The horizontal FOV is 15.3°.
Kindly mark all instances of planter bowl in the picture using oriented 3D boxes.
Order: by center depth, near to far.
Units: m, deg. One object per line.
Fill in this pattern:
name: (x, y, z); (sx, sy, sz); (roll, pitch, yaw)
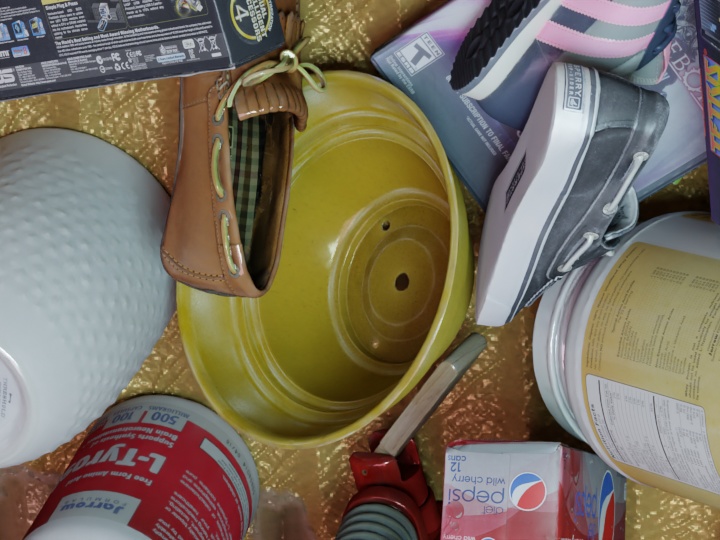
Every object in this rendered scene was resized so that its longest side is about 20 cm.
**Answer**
planter bowl: (0.000, 0.000, 1.426); (0.200, 0.083, 0.202); (-11, 73, 41)

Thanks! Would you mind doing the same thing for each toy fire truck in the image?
toy fire truck: (0.021, 0.148, 1.471); (0.128, 0.176, 0.201); (-6, 115, 20)

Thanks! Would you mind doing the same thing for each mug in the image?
mug: (-0.197, 0.045, 1.476); (0.147, 0.176, 0.201); (24, 122, 2)

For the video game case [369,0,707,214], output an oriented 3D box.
video game case: (0.122, -0.104, 1.368); (0.200, 0.019, 0.143); (-31, 103, 30)

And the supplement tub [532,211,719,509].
supplement tub: (0.193, 0.048, 1.340); (0.200, 0.144, 0.145); (15, 132, 56)

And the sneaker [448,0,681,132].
sneaker: (0.135, -0.138, 1.307); (0.082, 0.070, 0.200); (34, 126, -21)

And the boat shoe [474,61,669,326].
boat shoe: (0.104, -0.031, 1.330); (0.067, 0.072, 0.200); (11, 144, -7)

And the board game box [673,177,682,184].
board game box: (0.175, -0.145, 1.353); (0.095, 0.030, 0.200); (33, 124, -1)

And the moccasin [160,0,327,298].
moccasin: (-0.056, -0.087, 1.390); (0.077, 0.073, 0.203); (9, 86, 40)

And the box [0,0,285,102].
box: (-0.142, -0.174, 1.361); (0.199, 0.049, 0.162); (-5, 108, 43)

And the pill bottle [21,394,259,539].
pill bottle: (-0.134, 0.165, 1.509); (0.112, 0.200, 0.113); (7, 119, 12)

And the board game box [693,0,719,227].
board game box: (0.259, -0.114, 1.272); (0.199, 0.057, 0.166); (-16, 119, -16)

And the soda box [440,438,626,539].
soda box: (0.095, 0.130, 1.425); (0.063, 0.200, 0.071); (1, 84, 16)
